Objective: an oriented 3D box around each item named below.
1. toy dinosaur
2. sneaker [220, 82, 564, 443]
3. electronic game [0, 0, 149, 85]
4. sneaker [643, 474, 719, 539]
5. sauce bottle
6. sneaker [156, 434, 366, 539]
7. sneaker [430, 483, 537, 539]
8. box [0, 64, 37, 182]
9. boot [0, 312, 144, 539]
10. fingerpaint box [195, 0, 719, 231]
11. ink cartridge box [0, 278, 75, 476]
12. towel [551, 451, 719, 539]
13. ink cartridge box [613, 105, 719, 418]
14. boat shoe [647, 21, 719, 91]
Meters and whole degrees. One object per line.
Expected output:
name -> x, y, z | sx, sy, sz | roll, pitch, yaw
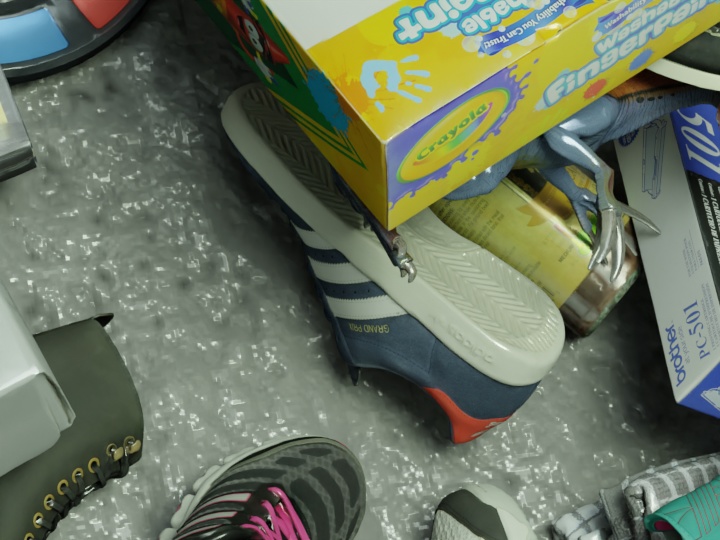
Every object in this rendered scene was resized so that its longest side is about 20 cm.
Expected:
toy dinosaur -> 0.082, -0.064, 1.121 | 0.181, 0.105, 0.200 | -31, 115, -4
sneaker -> 0.000, 0.000, 1.202 | 0.200, 0.085, 0.075 | 46, 42, 19
electronic game -> -0.185, -0.180, 1.239 | 0.199, 0.042, 0.201 | 5, 68, -13
sneaker -> 0.180, 0.084, 1.102 | 0.120, 0.084, 0.201 | -6, 98, -21
sauce bottle -> 0.049, -0.052, 1.241 | 0.200, 0.065, 0.065 | 39, 65, 0
sneaker -> -0.051, 0.132, 1.107 | 0.200, 0.087, 0.074 | -34, 105, -42
sneaker -> 0.033, 0.187, 1.139 | 0.087, 0.076, 0.201 | 6, 68, -13
box -> -0.254, -0.112, 1.164 | 0.161, 0.049, 0.201 | -22, 81, -6
boot -> -0.139, 0.114, 1.124 | 0.138, 0.077, 0.201 | -14, 75, -25
fingerpaint box -> 0.043, -0.139, 1.081 | 0.200, 0.073, 0.167 | -33, 65, -16
ink cartridge box -> -0.227, 0.006, 1.063 | 0.145, 0.083, 0.200 | -29, 73, -8
towel -> 0.202, 0.168, 1.188 | 0.165, 0.086, 0.201 | -15, 74, -21
ink cartridge box -> 0.177, -0.012, 1.220 | 0.094, 0.044, 0.201 | 20, 40, -26
boat shoe -> 0.125, -0.136, 1.149 | 0.072, 0.068, 0.200 | -11, 38, -40
